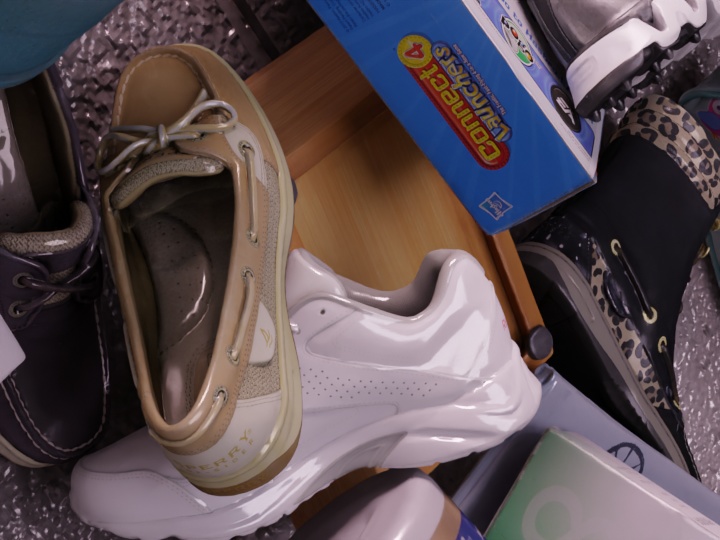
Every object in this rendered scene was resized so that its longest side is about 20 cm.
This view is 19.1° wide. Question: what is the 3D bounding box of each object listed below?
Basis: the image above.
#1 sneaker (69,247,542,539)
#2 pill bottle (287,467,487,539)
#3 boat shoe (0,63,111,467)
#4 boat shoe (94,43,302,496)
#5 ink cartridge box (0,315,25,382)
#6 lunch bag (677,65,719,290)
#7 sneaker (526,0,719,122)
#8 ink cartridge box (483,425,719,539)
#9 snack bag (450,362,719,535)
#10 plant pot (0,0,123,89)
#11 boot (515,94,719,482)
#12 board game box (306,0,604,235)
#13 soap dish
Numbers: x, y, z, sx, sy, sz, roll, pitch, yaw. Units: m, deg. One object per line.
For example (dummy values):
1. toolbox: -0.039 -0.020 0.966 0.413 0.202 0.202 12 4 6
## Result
1. sneaker: -0.031 0.043 0.879 0.199 0.078 0.100 -20 105 -7
2. pill bottle: 0.047 0.189 0.897 0.200 0.111 0.111 49 59 -12
3. boat shoe: -0.136 -0.013 0.852 0.072 0.065 0.202 -25 110 -42
4. boat shoe: -0.068 -0.013 0.840 0.063 0.073 0.202 49 30 -56
5. ink cartridge box: -0.230 -0.002 0.749 0.146 0.084 0.201 -47 121 -31
6. lunch bag: 0.257 -0.031 1.169 0.077 0.160 0.201 -36 122 -31
7. sneaker: 0.141 -0.141 0.919 0.199 0.066 0.091 -30 80 -34
8. ink cartridge box: 0.129 0.190 0.962 0.162 0.199 0.050 -60 156 8
9. snack bag: 0.086 0.159 1.057 0.200 0.021 0.189 36 93 -41
10. plant pot: -0.103 -0.193 0.740 0.200 0.187 0.201 36 41 -38
11. boot: 0.156 0.025 1.132 0.154 0.073 0.204 -52 126 -32
12. board game box: 0.033 -0.148 0.926 0.200 0.056 0.196 52 27 -19
13. soap dish: 0.000 0.000 0.973 0.157 0.081 0.201 -39 117 -35
